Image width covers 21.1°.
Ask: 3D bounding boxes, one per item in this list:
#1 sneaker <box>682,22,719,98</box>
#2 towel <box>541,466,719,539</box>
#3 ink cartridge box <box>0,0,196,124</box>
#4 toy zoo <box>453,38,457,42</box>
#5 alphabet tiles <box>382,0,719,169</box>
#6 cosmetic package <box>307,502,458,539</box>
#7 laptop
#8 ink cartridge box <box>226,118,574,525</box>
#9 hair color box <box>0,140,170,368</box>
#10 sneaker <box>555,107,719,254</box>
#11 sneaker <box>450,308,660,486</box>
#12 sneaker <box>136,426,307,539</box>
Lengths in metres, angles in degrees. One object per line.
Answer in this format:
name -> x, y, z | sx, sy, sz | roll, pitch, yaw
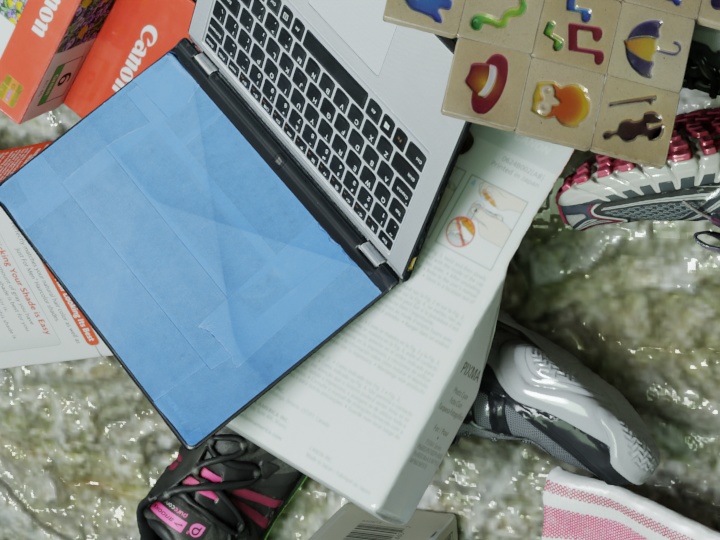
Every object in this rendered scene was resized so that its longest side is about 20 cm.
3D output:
sneaker -> 0.164, -0.108, 0.876 | 0.198, 0.074, 0.080 | 0, 63, 26
towel -> 0.154, 0.211, 1.002 | 0.145, 0.030, 0.202 | 18, 123, 32
ink cartridge box -> -0.179, -0.146, 1.052 | 0.199, 0.050, 0.109 | 38, 119, 9
toy zoo -> -0.010, -0.141, 0.989 | 0.130, 0.020, 0.202 | 17, 113, 17
alphabet tiles -> 0.104, -0.151, 0.839 | 0.166, 0.008, 0.202 | 14, 80, -1
cosmetic package -> 0.012, 0.242, 1.068 | 0.072, 0.103, 0.202 | 4, 108, 25
laptop -> -0.065, -0.062, 0.912 | 0.187, 0.115, 0.201 | 48, 138, 26
ink cartridge box -> 0.000, 0.000, 0.961 | 0.159, 0.047, 0.201 | 28, 86, 27
hair color box -> -0.162, -0.011, 1.068 | 0.198, 0.064, 0.112 | -7, 124, 27
sneaker -> 0.187, -0.034, 0.903 | 0.198, 0.081, 0.075 | -3, 108, 25
sneaker -> 0.050, 0.076, 0.994 | 0.199, 0.075, 0.114 | 34, 100, 17
sneaker -> -0.077, 0.122, 1.078 | 0.076, 0.084, 0.201 | 25, 116, 15
